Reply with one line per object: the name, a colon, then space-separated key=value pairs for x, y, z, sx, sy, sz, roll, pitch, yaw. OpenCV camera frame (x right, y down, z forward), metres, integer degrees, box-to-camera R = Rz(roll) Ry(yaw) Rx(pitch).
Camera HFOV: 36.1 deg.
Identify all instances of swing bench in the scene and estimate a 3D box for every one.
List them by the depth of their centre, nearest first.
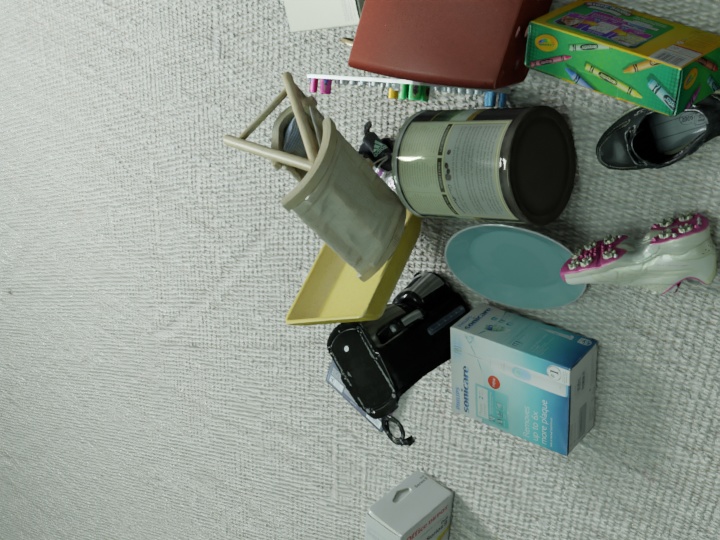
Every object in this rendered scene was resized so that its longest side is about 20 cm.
swing bench: x=-0.047 y=-0.123 z=1.478 sx=0.200 sy=0.130 sz=0.199 roll=46 pitch=-178 yaw=44

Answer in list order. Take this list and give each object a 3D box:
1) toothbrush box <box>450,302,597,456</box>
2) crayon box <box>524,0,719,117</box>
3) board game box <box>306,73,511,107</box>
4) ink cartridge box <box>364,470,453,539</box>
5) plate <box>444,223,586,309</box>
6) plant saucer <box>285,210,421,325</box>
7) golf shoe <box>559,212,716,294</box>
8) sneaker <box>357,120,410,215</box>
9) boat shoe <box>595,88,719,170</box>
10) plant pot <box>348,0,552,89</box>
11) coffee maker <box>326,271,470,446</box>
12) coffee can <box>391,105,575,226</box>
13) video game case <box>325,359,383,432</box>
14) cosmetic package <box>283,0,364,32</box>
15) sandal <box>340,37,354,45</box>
toothbrush box: x=0.230 y=0.152 z=1.575 sx=0.198 sy=0.085 sz=0.149 roll=20 pitch=126 yaw=35
crayon box: x=0.300 y=-0.245 z=1.246 sx=0.198 sy=0.118 sz=0.059 roll=28 pitch=131 yaw=35
board game box: x=0.063 y=-0.235 z=1.446 sx=0.198 sy=0.198 sz=0.026 roll=13 pitch=103 yaw=42
ink cartridge box: x=0.078 y=0.465 z=1.887 sx=0.087 sy=0.144 sz=0.203 roll=26 pitch=130 yaw=33
plate: x=0.211 y=-0.011 z=1.494 sx=0.197 sy=0.026 sz=0.201 roll=15 pitch=150 yaw=9
plant saucer: x=0.000 y=0.000 z=1.576 sx=0.048 sy=0.202 sz=0.198 roll=39 pitch=154 yaw=-27
golf shoe: x=0.342 y=-0.002 z=1.360 sx=0.198 sy=0.075 sz=0.092 roll=-16 pitch=113 yaw=35
sneaker: x=0.042 y=-0.153 z=1.613 sx=0.198 sy=0.077 sz=0.142 roll=-4 pitch=110 yaw=48
boat shoe: x=0.344 y=-0.155 z=1.291 sx=0.198 sy=0.066 sz=0.076 roll=-9 pitch=106 yaw=49
plant pot: x=0.124 y=-0.315 z=1.322 sx=0.174 sy=0.199 sz=0.203 roll=25 pitch=112 yaw=18
coffee maker: x=0.073 y=0.125 z=1.648 sx=0.134 sy=0.199 sz=0.195 roll=-1 pitch=111 yaw=49
coffee can: x=0.159 y=-0.138 z=1.440 sx=0.198 sy=0.145 sz=0.149 roll=7 pitch=117 yaw=45
video game case: x=0.014 y=0.164 z=1.880 sx=0.142 sy=0.019 sz=0.202 roll=41 pitch=136 yaw=23
cosmetic package: x=-0.016 y=-0.372 z=1.493 sx=0.199 sy=0.102 sz=0.074 roll=15 pitch=122 yaw=57
sandal: x=0.072 y=-0.319 z=1.504 sx=0.209 sy=0.077 sz=0.071 roll=24 pitch=109 yaw=30
